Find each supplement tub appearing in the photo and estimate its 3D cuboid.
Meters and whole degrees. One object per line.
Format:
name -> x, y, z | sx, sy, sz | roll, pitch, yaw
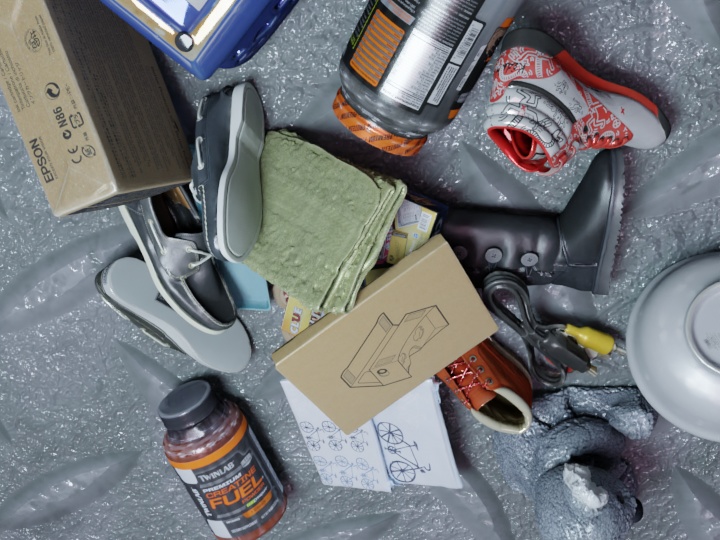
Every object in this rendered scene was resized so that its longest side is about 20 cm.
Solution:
supplement tub -> -0.175, 0.234, 1.080 | 0.107, 0.107, 0.200 | -17, 115, 17
supplement tub -> 0.060, -0.212, 0.791 | 0.122, 0.123, 0.200 | 27, 120, -7

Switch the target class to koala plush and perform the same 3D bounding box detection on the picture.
koala plush -> 0.239, 0.245, 0.973 | 0.183, 0.200, 0.178 | 6, 120, 5

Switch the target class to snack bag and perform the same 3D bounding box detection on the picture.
snack bag -> 0.017, 0.198, 1.049 | 0.200, 0.021, 0.189 | -1, 124, 24

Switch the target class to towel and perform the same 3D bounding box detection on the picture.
towel -> -0.055, -0.051, 0.858 | 0.036, 0.200, 0.149 | 31, 87, -53

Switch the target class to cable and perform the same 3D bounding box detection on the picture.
cable -> 0.194, 0.064, 0.957 | 0.200, 0.050, 0.097 | 36, 133, -21

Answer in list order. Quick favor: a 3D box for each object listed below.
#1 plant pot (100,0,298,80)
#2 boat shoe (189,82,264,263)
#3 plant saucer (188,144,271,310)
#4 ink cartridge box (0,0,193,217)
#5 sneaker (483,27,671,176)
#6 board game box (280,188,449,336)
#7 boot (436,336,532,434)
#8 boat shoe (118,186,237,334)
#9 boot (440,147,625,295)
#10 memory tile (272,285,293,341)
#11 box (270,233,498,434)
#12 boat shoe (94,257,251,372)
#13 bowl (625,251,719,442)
plant pot -> -0.136, -0.292, 0.743 | 0.200, 0.180, 0.200 | 39, 116, -13
boat shoe -> -0.135, -0.093, 0.856 | 0.060, 0.200, 0.076 | -9, 146, 18
plant saucer -> -0.142, -0.047, 0.966 | 0.070, 0.019, 0.200 | 2, 117, 17
ink cartridge box -> -0.246, -0.160, 0.807 | 0.075, 0.165, 0.200 | -20, 94, 17
sneaker -> 0.197, -0.127, 0.803 | 0.201, 0.108, 0.067 | 25, 165, -28
board game box -> 0.000, 0.000, 0.923 | 0.135, 0.035, 0.200 | 26, 115, 19
boot -> 0.114, 0.101, 0.964 | 0.200, 0.107, 0.075 | 36, 113, -10
boat shoe -> -0.189, -0.020, 0.943 | 0.068, 0.072, 0.200 | -18, 106, 38
boot -> 0.163, -0.053, 0.903 | 0.200, 0.066, 0.165 | 5, 118, 10
memory tile -> -0.024, 0.043, 1.005 | 0.153, 0.017, 0.200 | -5, 117, 11
box -> 0.031, 0.071, 0.874 | 0.200, 0.021, 0.164 | -36, 136, 1
boat shoe -> -0.216, 0.053, 1.016 | 0.200, 0.071, 0.064 | 39, 150, -22
bowl -> 0.365, 0.065, 0.854 | 0.201, 0.201, 0.090 | -9, 161, 13
